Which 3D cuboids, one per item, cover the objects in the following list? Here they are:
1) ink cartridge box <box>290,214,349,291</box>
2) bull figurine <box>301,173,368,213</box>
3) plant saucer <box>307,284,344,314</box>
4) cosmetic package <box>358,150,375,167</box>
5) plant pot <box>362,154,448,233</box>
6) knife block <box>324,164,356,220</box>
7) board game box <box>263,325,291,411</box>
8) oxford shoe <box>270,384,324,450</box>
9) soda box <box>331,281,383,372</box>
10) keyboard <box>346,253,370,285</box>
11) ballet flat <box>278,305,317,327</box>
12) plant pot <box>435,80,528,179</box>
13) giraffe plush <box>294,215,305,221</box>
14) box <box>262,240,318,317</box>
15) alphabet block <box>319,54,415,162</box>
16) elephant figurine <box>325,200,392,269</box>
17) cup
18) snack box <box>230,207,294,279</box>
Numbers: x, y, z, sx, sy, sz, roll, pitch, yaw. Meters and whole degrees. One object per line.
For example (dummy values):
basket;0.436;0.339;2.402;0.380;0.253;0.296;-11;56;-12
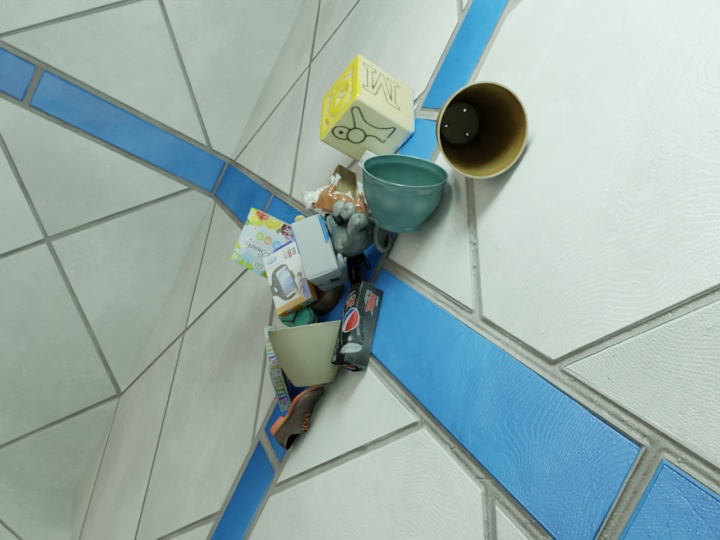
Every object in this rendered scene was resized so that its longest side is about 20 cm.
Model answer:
ink cartridge box;-0.100;-0.041;1.626;0.085;0.200;0.148;-20;78;6
bull figurine;-0.063;-0.200;1.781;0.065;0.197;0.123;103;-172;-83
plant saucer;-0.124;0.021;1.779;0.199;0.036;0.204;-6;81;44
cosmetic package;0.066;-0.260;1.695;0.051;0.082;0.200;-57;28;10
plant pot;0.094;-0.171;1.482;0.201;0.197;0.136;-115;28;-56
knife block;-0.049;-0.207;1.881;0.175;0.063;0.203;18;84;62
board game box;-0.228;0.268;1.767;0.201;0.034;0.136;-109;6;-54
oxford shoe;-0.145;0.368;1.612;0.201;0.071;0.073;-52;58;19
soda box;-0.007;0.133;1.521;0.063;0.070;0.203;-20;52;53
keyboard;0.000;0.000;1.674;0.201;0.039;0.105;-105;23;-50
ballet flat;-0.161;0.136;1.801;0.199;0.070;0.068;3;72;59
plant pot;0.232;-0.305;1.349;0.188;0.185;0.200;-59;14;12
giraffe plush;-0.188;-0.087;1.955;0.162;0.171;0.201;-45;41;21
box;-0.200;0.014;1.779;0.118;0.041;0.202;-27;68;19
alphabet block;0.019;-0.439;1.794;0.195;0.198;0.199;-41;36;39
elephant figurine;0.022;-0.104;1.600;0.156;0.198;0.142;-55;53;30
cup;-0.124;0.207;1.578;0.199;0.198;0.146;-14;83;57
snack box;-0.261;-0.066;1.880;0.171;0.198;0.068;-65;-18;5
